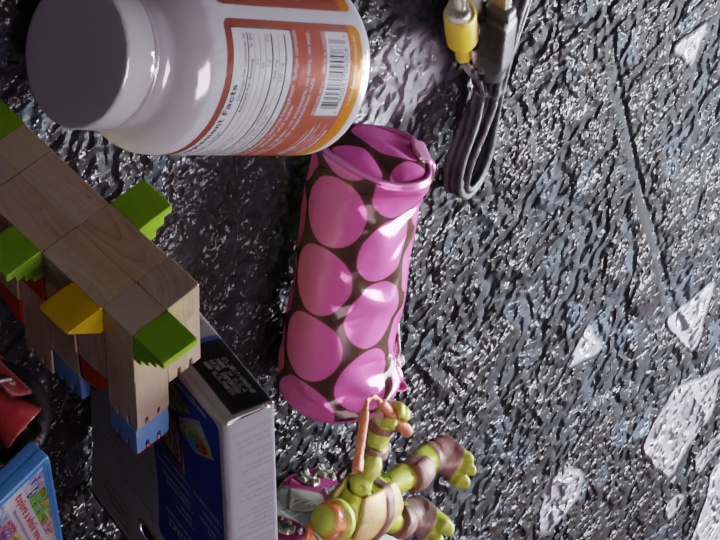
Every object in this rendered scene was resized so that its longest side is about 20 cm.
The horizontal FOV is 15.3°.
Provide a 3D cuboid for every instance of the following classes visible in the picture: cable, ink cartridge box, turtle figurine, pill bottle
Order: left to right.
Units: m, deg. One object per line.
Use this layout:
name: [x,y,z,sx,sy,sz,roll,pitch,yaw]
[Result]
ink cartridge box: [-0.111,0.110,1.651,0.047,0.198,0.201,-20,132,-23]
pill bottle: [-0.096,-0.123,1.570,0.199,0.112,0.113,-2,117,-50]
turtle figurine: [0.008,0.172,1.858,0.161,0.064,0.202,-8,110,-56]
cable: [0.082,-0.144,1.858,0.097,0.050,0.201,-53,161,-38]

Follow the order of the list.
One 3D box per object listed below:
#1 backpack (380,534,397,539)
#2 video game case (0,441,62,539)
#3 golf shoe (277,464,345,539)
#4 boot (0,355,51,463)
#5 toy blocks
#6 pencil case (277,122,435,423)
backpack: [0.010,0.306,1.997,0.200,0.153,0.177,-44,138,-31]
video game case: [-0.247,0.193,1.514,0.200,0.018,0.143,-44,164,-20]
golf shoe: [-0.068,0.198,1.884,0.199,0.075,0.092,-7,124,-47]
boot: [-0.247,0.032,1.471,0.073,0.144,0.200,-52,144,-9]
toy blocks: [-0.161,0.015,1.548,0.100,0.200,0.137,-38,155,-25]
pencil case: [0.000,0.000,1.806,0.093,0.091,0.201,2,122,-13]
